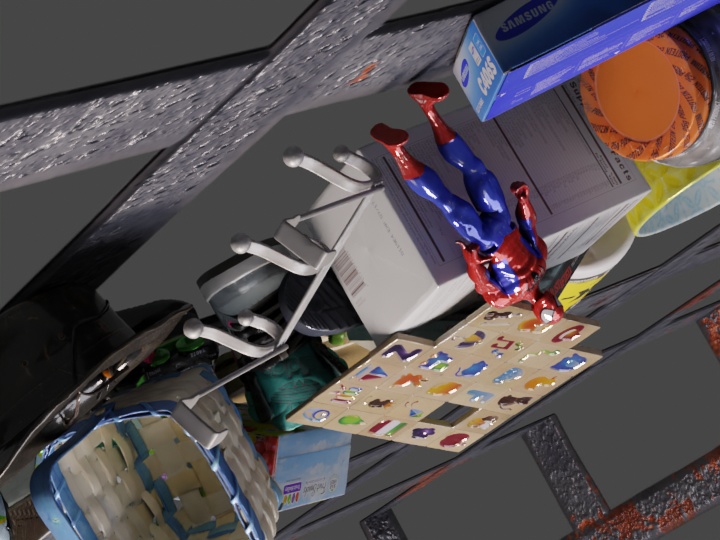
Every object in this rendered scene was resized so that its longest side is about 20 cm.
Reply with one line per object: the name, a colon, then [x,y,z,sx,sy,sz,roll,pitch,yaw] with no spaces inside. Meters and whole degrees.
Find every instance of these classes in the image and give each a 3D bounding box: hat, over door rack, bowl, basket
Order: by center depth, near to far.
over door rack: [-0.058,0.004,1.383,0.148,0.066,0.200,-59,179,20]
hat: [-0.204,0.062,1.411,0.200,0.081,0.201,-41,-179,1]
basket: [-0.142,0.172,1.536,0.139,0.177,0.200,-21,-165,22]
bowl: [0.274,-0.122,1.725,0.199,0.108,0.200,-27,170,-5]

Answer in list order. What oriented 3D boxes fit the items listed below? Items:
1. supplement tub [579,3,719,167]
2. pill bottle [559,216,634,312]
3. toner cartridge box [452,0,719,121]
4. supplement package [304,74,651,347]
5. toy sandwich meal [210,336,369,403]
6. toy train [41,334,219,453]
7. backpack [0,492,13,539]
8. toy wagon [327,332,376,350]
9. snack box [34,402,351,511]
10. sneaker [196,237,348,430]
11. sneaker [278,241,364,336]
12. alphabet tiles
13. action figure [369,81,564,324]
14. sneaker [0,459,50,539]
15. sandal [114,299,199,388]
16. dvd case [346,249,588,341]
supplement tub: [0.247,-0.140,1.526,0.200,0.123,0.122,-19,166,-44]
pill bottle: [0.153,-0.022,1.872,0.114,0.115,0.200,-26,170,-17]
toner cartridge box: [0.157,-0.166,1.381,0.199,0.043,0.095,-27,169,-12]
supplement package: [0.083,-0.046,1.559,0.199,0.114,0.110,-23,167,-31]
toy sandwich meal: [-0.041,0.048,1.838,0.204,0.071,0.205,-19,170,-3]
toy train: [-0.199,0.091,1.639,0.199,0.042,0.056,-23,-155,-20]
backpack: [-0.314,0.193,1.557,0.153,0.164,0.200,2,144,-43]
toy wagon: [0.051,0.031,1.704,0.154,0.040,0.200,-1,-152,-4]
snack box: [-0.127,0.138,1.736,0.199,0.068,0.169,9,-177,20]
sneaker: [-0.063,0.054,1.633,0.083,0.121,0.200,-29,169,-3]
sneaker: [0.000,0.000,1.622,0.200,0.070,0.082,-34,180,-42]
alphabet tiles: [0.069,0.075,1.585,0.167,0.008,0.200,13,143,-37]
action figure: [0.081,-0.032,1.437,0.052,0.200,0.066,17,-118,47]
sneaker: [-0.278,0.187,1.910,0.084,0.073,0.200,3,-159,41]
sandal: [-0.183,0.061,1.557,0.075,0.045,0.200,-35,168,31]
dvd case: [0.090,-0.001,1.672,0.145,0.022,0.200,0,-152,24]
